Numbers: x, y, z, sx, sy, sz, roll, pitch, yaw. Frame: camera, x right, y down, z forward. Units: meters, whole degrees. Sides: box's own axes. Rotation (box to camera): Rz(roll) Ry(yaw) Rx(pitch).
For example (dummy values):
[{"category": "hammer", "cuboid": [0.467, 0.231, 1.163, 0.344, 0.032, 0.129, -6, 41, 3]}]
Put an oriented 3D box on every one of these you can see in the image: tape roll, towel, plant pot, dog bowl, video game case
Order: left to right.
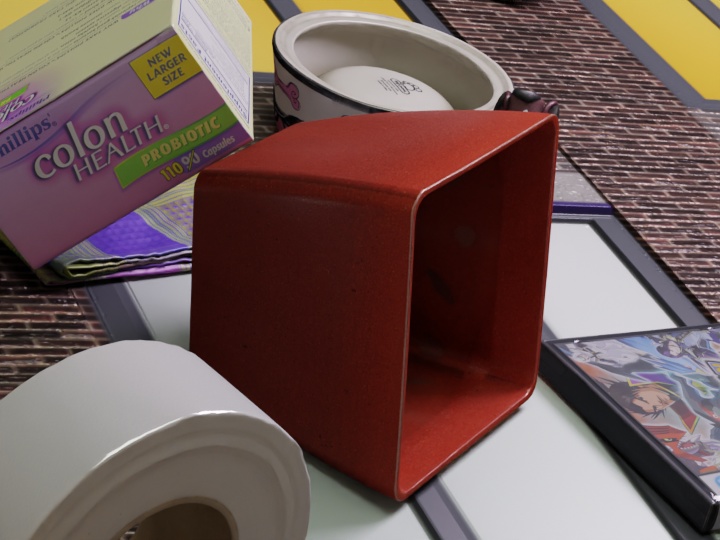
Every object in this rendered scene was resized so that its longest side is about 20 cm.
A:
[{"category": "tape roll", "cuboid": [-0.122, 0.137, 1.109, 0.202, 0.203, 0.071, -13, 38, -42]}, {"category": "towel", "cuboid": [-0.168, -0.041, 1.616, 0.200, 0.023, 0.144, -9, 36, -38]}, {"category": "plant pot", "cuboid": [0.000, 0.000, 1.455, 0.176, 0.200, 0.200, 15, 25, 26]}, {"category": "dog bowl", "cuboid": [0.019, -0.135, 1.832, 0.199, 0.074, 0.200, 12, 26, -6]}, {"category": "video game case", "cuboid": [0.244, 0.101, 1.552, 0.180, 0.026, 0.200, -4, 33, -33]}]

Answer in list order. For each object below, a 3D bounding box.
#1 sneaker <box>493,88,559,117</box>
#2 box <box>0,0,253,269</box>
[{"category": "sneaker", "cuboid": [0.104, -0.075, 1.713, 0.075, 0.116, 0.200, 16, 27, 3]}, {"category": "box", "cuboid": [-0.169, -0.122, 1.540, 0.097, 0.176, 0.200, 55, 13, -25]}]
